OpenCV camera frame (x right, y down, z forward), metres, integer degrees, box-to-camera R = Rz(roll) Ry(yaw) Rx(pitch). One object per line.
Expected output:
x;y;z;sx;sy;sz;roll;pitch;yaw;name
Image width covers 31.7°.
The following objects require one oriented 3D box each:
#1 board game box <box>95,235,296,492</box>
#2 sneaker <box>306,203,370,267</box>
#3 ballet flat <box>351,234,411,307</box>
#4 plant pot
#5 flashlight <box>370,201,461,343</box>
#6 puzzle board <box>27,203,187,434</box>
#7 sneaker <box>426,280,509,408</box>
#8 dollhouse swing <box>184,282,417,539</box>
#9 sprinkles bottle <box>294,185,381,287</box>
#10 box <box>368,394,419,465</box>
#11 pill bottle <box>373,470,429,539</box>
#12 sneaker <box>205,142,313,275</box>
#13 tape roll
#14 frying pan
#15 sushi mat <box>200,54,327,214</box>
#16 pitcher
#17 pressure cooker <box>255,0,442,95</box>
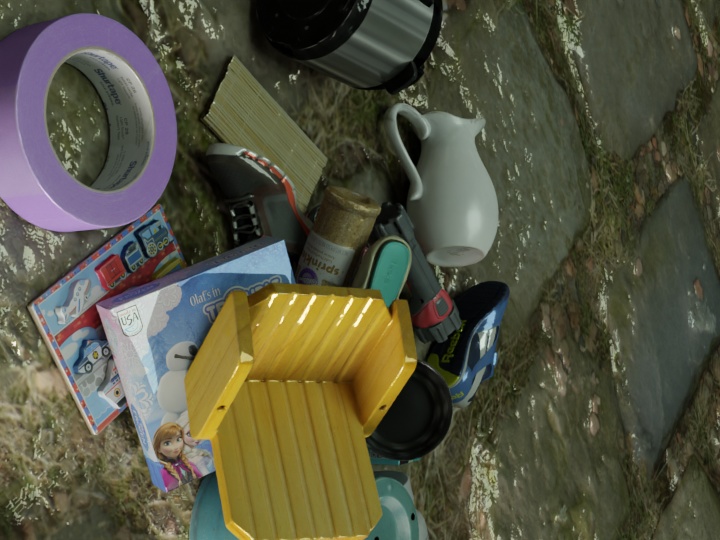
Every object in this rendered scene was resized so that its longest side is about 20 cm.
-0.143;0.092;1.284;0.200;0.043;0.200;-24;107;-27;board game box
0.000;0.000;1.471;0.079;0.095;0.200;-21;74;-25;sneaker
0.001;0.056;1.386;0.069;0.069;0.201;32;78;-48;ballet flat
-0.049;0.285;1.361;0.200;0.187;0.201;6;82;-53;plant pot
0.065;0.002;1.641;0.200;0.068;0.068;60;15;-29;flashlight
-0.232;0.045;1.275;0.200;0.017;0.151;-46;123;-45;puzzle board
0.154;0.101;1.754;0.200;0.074;0.082;-58;133;-28;sneaker
-0.041;0.140;1.213;0.199;0.182;0.176;5;43;-32;dollhouse swing
-0.041;0.008;1.421;0.068;0.068;0.201;1;114;-54;sprinkles bottle
0.040;0.191;1.533;0.200;0.049;0.083;32;61;-79;box
0.031;0.352;1.526;0.113;0.113;0.201;-24;107;-52;pill bottle
-0.111;-0.057;1.403;0.200;0.077;0.082;51;55;-37;sneaker
-0.267;-0.139;1.203;0.200;0.065;0.201;5;84;-54;tape roll
0.016;0.176;1.411;0.190;0.031;0.115;-36;89;-9;frying pan
-0.107;-0.150;1.465;0.200;0.012;0.096;46;51;-41;sushi mat
0.100;-0.116;1.673;0.171;0.121;0.201;13;65;-36;pitcher
-0.003;-0.308;1.489;0.200;0.178;0.177;17;88;-52;pressure cooker
